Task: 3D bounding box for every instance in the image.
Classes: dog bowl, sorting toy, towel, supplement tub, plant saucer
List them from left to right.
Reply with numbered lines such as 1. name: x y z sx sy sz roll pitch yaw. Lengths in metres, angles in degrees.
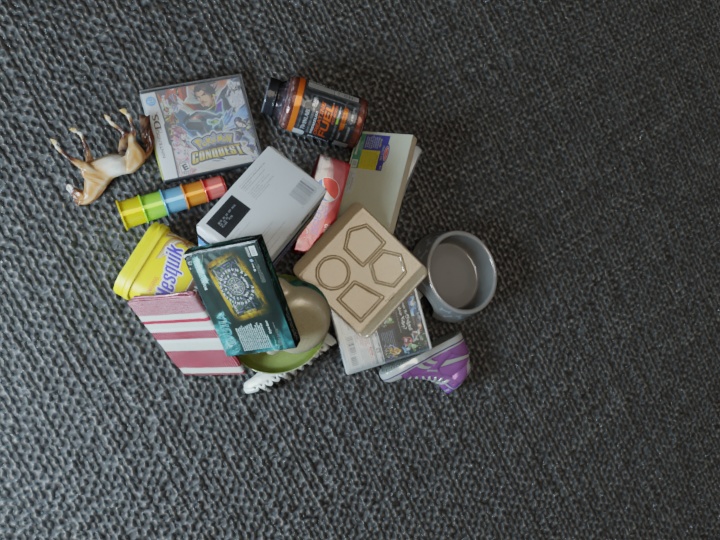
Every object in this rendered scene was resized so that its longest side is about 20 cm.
1. towel: -0.302 0.115 1.021 0.023 0.143 0.200 -69 147 -45
2. plant saucer: -0.158 0.105 1.108 0.199 0.031 0.201 -1 66 3
3. supplement tub: -0.092 -0.318 1.144 0.199 0.107 0.107 14 84 -13
4. sorting toy: 0.000 0.000 1.111 0.200 0.036 0.185 43 87 -2
5. dog bowl: 0.201 0.007 1.207 0.199 0.059 0.201 5 78 -24

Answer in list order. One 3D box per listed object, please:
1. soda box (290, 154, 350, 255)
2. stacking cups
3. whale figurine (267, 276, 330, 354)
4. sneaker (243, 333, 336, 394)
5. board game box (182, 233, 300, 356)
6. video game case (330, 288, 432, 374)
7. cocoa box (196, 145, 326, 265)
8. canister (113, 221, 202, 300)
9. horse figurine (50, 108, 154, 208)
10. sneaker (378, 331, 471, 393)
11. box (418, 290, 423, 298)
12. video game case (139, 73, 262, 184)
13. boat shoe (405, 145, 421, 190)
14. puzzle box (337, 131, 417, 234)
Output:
1. soda box: -0.081 -0.125 1.158 0.070 0.063 0.201 15 83 -13
2. stacking cups: -0.356 -0.138 1.094 0.199 0.060 0.061 -23 93 -18
3. whale figurine: -0.154 0.074 1.032 0.199 0.104 0.160 3 118 -9
4. sneaker: -0.147 0.171 1.129 0.200 0.075 0.081 -33 79 -14
5. board game box: -0.192 0.046 0.941 0.135 0.028 0.201 -9 115 16
6. video game case: 0.033 0.086 1.145 0.181 0.023 0.201 -15 93 -7
7. cocoa box: -0.177 -0.089 1.024 0.133 0.131 0.200 36 67 -1
8. canister: -0.322 0.021 1.062 0.199 0.087 0.149 28 70 -8
9. horse figurine: -0.458 -0.212 1.052 0.200 0.050 0.133 -32 121 -18
10. sneaker: 0.143 0.216 1.196 0.200 0.073 0.115 -20 96 -14
11. box: 0.047 0.107 1.192 0.041 0.039 0.200 46 77 -7
12. video game case: -0.308 -0.279 1.126 0.199 0.025 0.182 -15 91 -15
13. boat shoe: 0.059 -0.178 1.203 0.071 0.072 0.201 24 79 7
14. puzzle box: 0.030 -0.181 1.163 0.133 0.025 0.201 13 86 31
